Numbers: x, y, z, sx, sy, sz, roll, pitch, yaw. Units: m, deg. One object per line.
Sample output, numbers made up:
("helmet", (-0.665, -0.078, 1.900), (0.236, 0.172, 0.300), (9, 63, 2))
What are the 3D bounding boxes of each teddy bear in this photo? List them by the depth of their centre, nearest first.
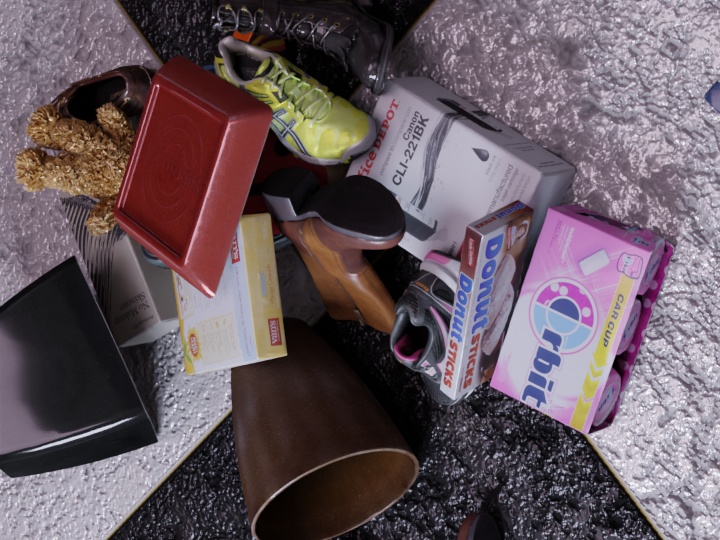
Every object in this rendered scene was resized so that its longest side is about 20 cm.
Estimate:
("teddy bear", (-0.289, -0.117, 1.685), (0.199, 0.146, 0.067), (33, 157, -7))

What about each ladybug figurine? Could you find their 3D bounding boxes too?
("ladybug figurine", (-0.096, -0.098, 1.570), (0.198, 0.072, 0.137), (-13, 112, -6))

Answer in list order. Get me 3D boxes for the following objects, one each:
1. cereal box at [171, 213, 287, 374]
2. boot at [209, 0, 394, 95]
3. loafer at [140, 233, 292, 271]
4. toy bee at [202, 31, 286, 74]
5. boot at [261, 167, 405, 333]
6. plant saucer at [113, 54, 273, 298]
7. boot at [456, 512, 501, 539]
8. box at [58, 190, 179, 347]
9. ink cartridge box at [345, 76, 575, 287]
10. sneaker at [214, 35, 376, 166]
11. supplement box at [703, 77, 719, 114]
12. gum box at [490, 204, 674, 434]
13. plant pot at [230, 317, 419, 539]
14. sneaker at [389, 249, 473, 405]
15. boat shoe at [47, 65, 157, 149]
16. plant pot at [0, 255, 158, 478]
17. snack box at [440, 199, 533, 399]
("cereal box", (-0.140, 0.028, 1.550), (0.199, 0.039, 0.146), (-15, 81, 61))
("boot", (-0.066, -0.242, 1.501), (0.201, 0.172, 0.070), (-115, 34, -53))
("loafer", (-0.147, -0.038, 1.680), (0.198, 0.063, 0.073), (-9, 64, 19))
("toy bee", (-0.139, -0.178, 1.644), (0.200, 0.108, 0.131), (-42, 42, 15))
("boot", (0.000, 0.000, 1.500), (0.187, 0.069, 0.201), (10, 140, 39))
("plant saucer", (-0.181, -0.101, 1.518), (0.199, 0.036, 0.202), (33, 108, 47))
("boot", (0.053, 0.325, 1.595), (0.199, 0.068, 0.190), (15, 110, 38))
("box", (-0.274, -0.019, 1.750), (0.082, 0.068, 0.202), (-30, 78, 31))
("ink cartridge box", (0.092, -0.086, 1.501), (0.199, 0.083, 0.145), (35, 113, 26))
("sneaker", (-0.073, -0.169, 1.497), (0.199, 0.077, 0.076), (27, 75, 24))
("supplement box", (0.438, -0.153, 1.243), (0.200, 0.134, 0.200), (48, 117, 19))
("gum box", (0.215, 0.040, 1.445), (0.113, 0.066, 0.202), (25, 108, 29))
("plant pot", (-0.060, 0.157, 1.584), (0.187, 0.186, 0.201), (-43, 55, 28))
("sneaker", (0.065, 0.070, 1.487), (0.080, 0.086, 0.201), (28, 148, 33))
("boat shoe", (-0.322, -0.194, 1.764), (0.199, 0.070, 0.071), (-23, 84, 33))
("plant pot", (-0.354, 0.130, 1.702), (0.176, 0.200, 0.201), (-25, 79, -9))
("snack box", (0.119, 0.030, 1.428), (0.024, 0.072, 0.202), (36, 136, 33))
